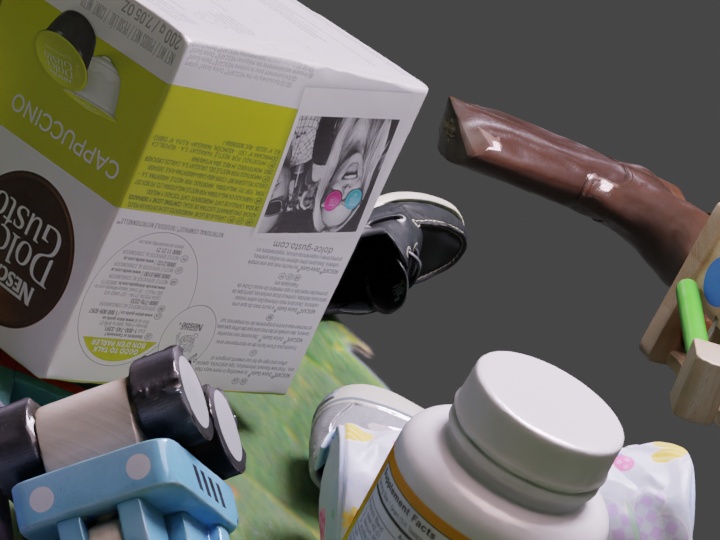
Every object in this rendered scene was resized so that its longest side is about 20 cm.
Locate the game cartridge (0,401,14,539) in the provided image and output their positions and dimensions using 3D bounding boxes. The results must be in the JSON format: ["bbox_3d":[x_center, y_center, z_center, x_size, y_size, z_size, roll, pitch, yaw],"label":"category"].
[{"bbox_3d":[-0.202,0.075,1.317,0.201,0.038,0.130,-107,169,-50],"label":"game cartridge"}]

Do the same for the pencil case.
[{"bbox_3d":[0.076,0.126,1.490,0.198,0.083,0.091,3,67,-6],"label":"pencil case"}]

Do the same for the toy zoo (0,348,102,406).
[{"bbox_3d":[-0.184,0.058,1.492,0.199,0.021,0.131,23,24,-12],"label":"toy zoo"}]

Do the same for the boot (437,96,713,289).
[{"bbox_3d":[0.150,-0.057,2.039,0.199,0.065,0.186,24,10,-18],"label":"boot"}]

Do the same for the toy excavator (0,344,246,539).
[{"bbox_3d":[-0.103,0.141,1.305,0.195,0.099,0.201,51,21,-68],"label":"toy excavator"}]

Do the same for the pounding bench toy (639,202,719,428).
[{"bbox_3d":[0.255,0.040,1.879,0.199,0.125,0.156,10,29,-36],"label":"pounding bench toy"}]

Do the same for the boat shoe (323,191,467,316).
[{"bbox_3d":[0.001,-0.002,1.753,0.199,0.075,0.066,1,37,-46],"label":"boat shoe"}]

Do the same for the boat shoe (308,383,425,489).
[{"bbox_3d":[0.061,0.132,1.566,0.200,0.070,0.072,24,37,-4],"label":"boat shoe"}]

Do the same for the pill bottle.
[{"bbox_3d":[0.045,0.141,1.347,0.109,0.201,0.109,23,23,-11],"label":"pill bottle"}]

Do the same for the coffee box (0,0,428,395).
[{"bbox_3d":[-0.128,-0.066,1.547,0.199,0.199,0.199,35,18,35],"label":"coffee box"}]
